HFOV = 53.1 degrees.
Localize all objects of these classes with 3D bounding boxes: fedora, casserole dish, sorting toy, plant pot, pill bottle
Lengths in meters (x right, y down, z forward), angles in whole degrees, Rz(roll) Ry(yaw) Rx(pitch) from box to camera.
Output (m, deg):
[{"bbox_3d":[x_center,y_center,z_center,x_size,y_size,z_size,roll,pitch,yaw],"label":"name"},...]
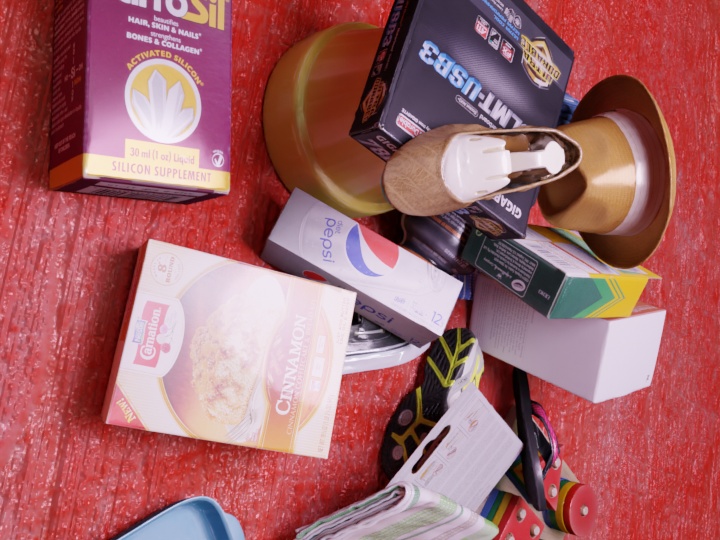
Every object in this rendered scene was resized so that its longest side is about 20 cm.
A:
[{"bbox_3d":[0.224,-0.093,0.708,0.080,0.200,0.205,-6,93,-11],"label":"fedora"},{"bbox_3d":[-0.193,0.283,0.638,0.198,0.038,0.123,-26,105,-37],"label":"casserole dish"},{"bbox_3d":[0.235,0.325,0.965,0.201,0.069,0.200,51,60,-26],"label":"sorting toy"},{"bbox_3d":[0.028,-0.162,0.734,0.198,0.187,0.206,1,88,-37],"label":"plant pot"},{"bbox_3d":[0.115,-0.071,0.809,0.106,0.106,0.201,37,90,-32],"label":"pill bottle"}]

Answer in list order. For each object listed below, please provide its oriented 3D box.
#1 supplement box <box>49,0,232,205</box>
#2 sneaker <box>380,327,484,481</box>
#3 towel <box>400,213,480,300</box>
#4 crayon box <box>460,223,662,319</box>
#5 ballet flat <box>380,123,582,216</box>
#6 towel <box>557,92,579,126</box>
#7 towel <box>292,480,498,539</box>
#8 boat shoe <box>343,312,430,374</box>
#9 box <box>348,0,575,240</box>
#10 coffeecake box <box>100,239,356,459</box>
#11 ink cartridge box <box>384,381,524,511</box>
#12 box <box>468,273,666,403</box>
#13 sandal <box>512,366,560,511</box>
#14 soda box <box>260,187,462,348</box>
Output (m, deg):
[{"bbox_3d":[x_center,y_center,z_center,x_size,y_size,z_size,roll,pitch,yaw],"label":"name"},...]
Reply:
[{"bbox_3d":[-0.185,-0.166,0.614,0.129,0.102,0.205,1,87,-38],"label":"supplement box"},{"bbox_3d":[0.097,0.170,0.856,0.202,0.075,0.077,-56,130,-19],"label":"sneaker"},{"bbox_3d":[0.126,-0.038,0.915,0.197,0.024,0.148,8,85,-39],"label":"towel"},{"bbox_3d":[0.218,-0.001,0.774,0.197,0.125,0.052,2,117,-42],"label":"crayon box"},{"bbox_3d":[0.108,-0.085,0.574,0.197,0.072,0.069,-11,99,-37],"label":"ballet flat"},{"bbox_3d":[0.173,-0.216,0.849,0.110,0.200,0.049,0,121,-37],"label":"towel"},{"bbox_3d":[0.044,0.280,0.751,0.199,0.148,0.031,38,30,-43],"label":"towel"},{"bbox_3d":[-0.002,0.068,0.777,0.197,0.071,0.073,-9,99,-37],"label":"boat shoe"},{"bbox_3d":[0.100,-0.160,0.643,0.198,0.049,0.202,30,70,-34],"label":"box"},{"bbox_3d":[-0.117,0.074,0.654,0.196,0.073,0.157,15,80,-22],"label":"coffeecake box"},{"bbox_3d":[0.095,0.214,0.806,0.163,0.057,0.200,-49,133,-7],"label":"ink cartridge box"},{"bbox_3d":[0.248,0.071,0.888,0.123,0.199,0.100,-5,108,-38],"label":"box"},{"bbox_3d":[0.224,0.203,0.909,0.202,0.044,0.076,-85,174,-47],"label":"sandal"},{"bbox_3d":[0.000,0.000,0.732,0.198,0.068,0.064,29,69,-5],"label":"soda box"}]
